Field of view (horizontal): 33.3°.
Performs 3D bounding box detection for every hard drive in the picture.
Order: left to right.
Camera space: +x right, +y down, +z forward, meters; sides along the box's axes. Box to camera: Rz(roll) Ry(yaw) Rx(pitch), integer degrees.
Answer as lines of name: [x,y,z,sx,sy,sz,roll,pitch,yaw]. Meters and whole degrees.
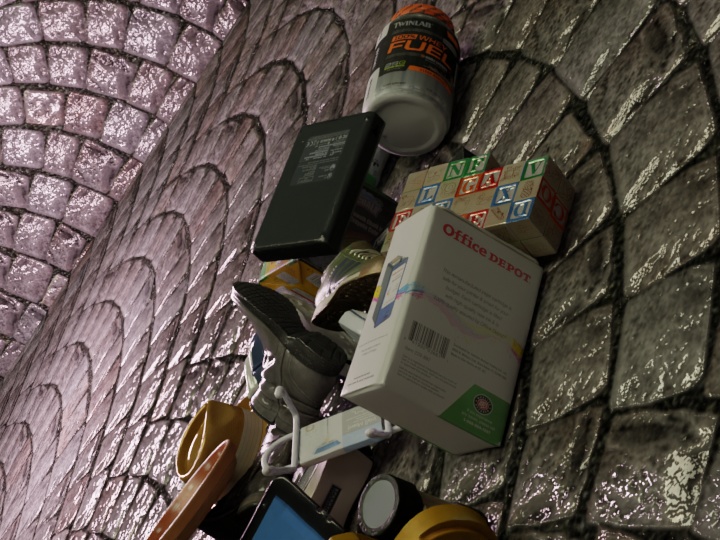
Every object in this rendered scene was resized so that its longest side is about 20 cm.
hard drive: [-0.055,-0.107,1.554,0.138,0.033,0.202,-6,54,42]

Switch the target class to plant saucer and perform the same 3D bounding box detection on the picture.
plant saucer: [-0.217,0.303,1.525,0.201,0.032,0.200,-52,5,6]

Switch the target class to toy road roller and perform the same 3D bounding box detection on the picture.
toy road roller: [0.041,0.289,1.044,0.201,0.122,0.146,-56,33,11]

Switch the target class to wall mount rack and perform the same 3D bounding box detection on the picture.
wall mount rack: [-0.031,0.168,1.289,0.198,0.075,0.174,-22,26,10]

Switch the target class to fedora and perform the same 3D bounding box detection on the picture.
fedora: [-0.202,0.249,1.685,0.201,0.081,0.202,-47,25,29]

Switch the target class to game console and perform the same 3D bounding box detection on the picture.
game console: [-0.090,0.344,1.225,0.202,0.118,0.172,-62,1,15]

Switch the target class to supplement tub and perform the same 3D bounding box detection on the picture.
supplement tub: [0.073,-0.267,1.664,0.122,0.122,0.202,-39,31,43]

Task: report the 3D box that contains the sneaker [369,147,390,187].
sneaker: [-0.021,-0.159,1.802,0.199,0.075,0.116,-12,49,59]

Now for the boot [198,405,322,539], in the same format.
boot: [-0.124,0.256,1.547,0.199,0.069,0.175,-31,30,45]

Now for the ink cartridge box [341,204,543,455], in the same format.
ink cartridge box: [0.085,0.059,1.192,0.087,0.144,0.202,-26,41,58]

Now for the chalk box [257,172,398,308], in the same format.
chalk box: [-0.036,-0.055,1.643,0.123,0.124,0.202,-28,37,54]

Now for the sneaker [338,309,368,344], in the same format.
sneaker: [0.056,0.073,1.333,0.199,0.073,0.071,21,66,48]

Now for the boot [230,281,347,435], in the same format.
boot: [-0.111,0.112,1.480,0.200,0.069,0.133,42,118,35]

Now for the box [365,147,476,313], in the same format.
box: [0.079,-0.017,1.438,0.200,0.047,0.195,-45,30,35]

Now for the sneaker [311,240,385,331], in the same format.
sneaker: [0.000,0.000,1.438,0.200,0.066,0.091,-38,38,56]

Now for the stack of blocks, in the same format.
stack of blocks: [0.127,-0.063,1.290,0.199,0.059,0.116,-12,45,42]

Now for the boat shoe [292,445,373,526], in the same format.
boat shoe: [-0.059,0.275,1.362,0.201,0.074,0.093,-57,15,-14]

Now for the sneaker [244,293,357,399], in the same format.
sneaker: [-0.082,0.133,1.558,0.200,0.080,0.148,41,108,50]
